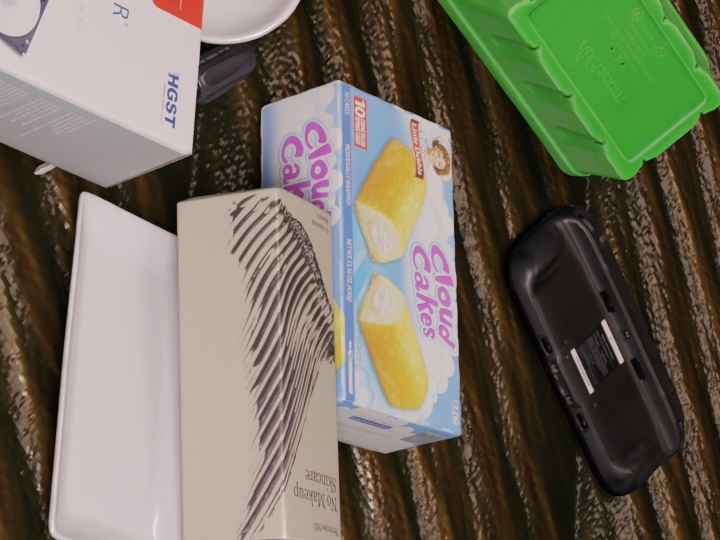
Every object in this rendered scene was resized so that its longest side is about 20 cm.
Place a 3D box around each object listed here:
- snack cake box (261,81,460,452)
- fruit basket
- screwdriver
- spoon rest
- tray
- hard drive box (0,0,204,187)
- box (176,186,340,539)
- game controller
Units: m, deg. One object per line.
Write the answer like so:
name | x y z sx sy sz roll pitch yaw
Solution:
snack cake box | 0.000 0.000 1.587 0.115 0.067 0.201 19 63 -47
fruit basket | 0.153 -0.184 1.837 0.216 0.155 0.216 51 0 1
screwdriver | -0.122 -0.090 1.513 0.029 0.028 0.200 42 41 5
spoon rest | -0.091 -0.232 1.558 0.061 0.099 0.201 70 7 -77
tray | -0.132 0.066 1.443 0.107 0.022 0.201 26 58 -44
hard drive box | -0.182 -0.155 1.405 0.199 0.077 0.157 23 60 -42
box | -0.058 0.060 1.471 0.082 0.068 0.202 23 62 -64
game controller | 0.165 0.056 1.823 0.104 0.042 0.201 -35 105 -37
